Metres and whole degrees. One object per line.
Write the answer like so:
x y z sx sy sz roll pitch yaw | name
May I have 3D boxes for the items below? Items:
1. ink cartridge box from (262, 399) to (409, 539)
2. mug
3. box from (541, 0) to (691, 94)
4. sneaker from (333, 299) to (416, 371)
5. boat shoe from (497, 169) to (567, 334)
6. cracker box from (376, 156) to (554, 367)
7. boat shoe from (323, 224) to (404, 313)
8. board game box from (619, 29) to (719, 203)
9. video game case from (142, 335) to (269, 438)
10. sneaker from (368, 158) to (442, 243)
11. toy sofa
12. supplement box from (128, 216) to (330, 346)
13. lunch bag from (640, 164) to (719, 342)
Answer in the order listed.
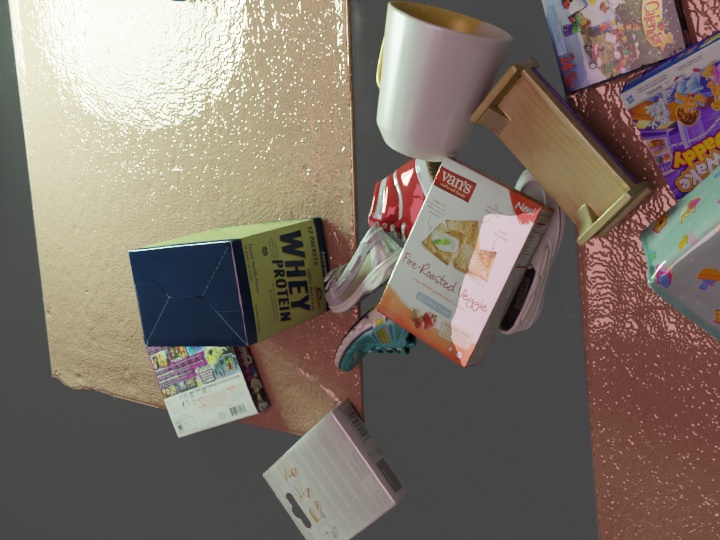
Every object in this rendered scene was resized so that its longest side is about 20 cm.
-0.040 0.315 1.252 0.162 0.050 0.200 53 127 12 | ink cartridge box
0.087 -0.222 0.996 0.146 0.187 0.156 14 115 0 | mug
0.262 -0.310 0.904 0.134 0.037 0.205 -14 93 35 | box
0.037 0.083 1.129 0.080 0.077 0.200 50 123 3 | sneaker
0.197 -0.020 0.999 0.072 0.065 0.205 11 108 31 | boat shoe
0.119 -0.010 0.975 0.133 0.057 0.204 30 103 26 | cracker box
-0.001 0.001 1.098 0.065 0.074 0.202 53 155 1 | boat shoe
0.379 -0.171 0.833 0.198 0.045 0.136 -27 103 35 | board game box
-0.253 0.162 1.360 0.197 0.036 0.185 -22 89 35 | video game case
0.079 -0.036 1.071 0.111 0.071 0.205 -21 82 31 | sneaker
0.224 -0.134 0.930 0.201 0.097 0.083 51 129 13 | toy sofa
-0.175 0.014 1.173 0.196 0.198 0.138 -3 100 33 | supplement box
0.403 -0.005 0.823 0.199 0.123 0.170 38 123 -10 | lunch bag
